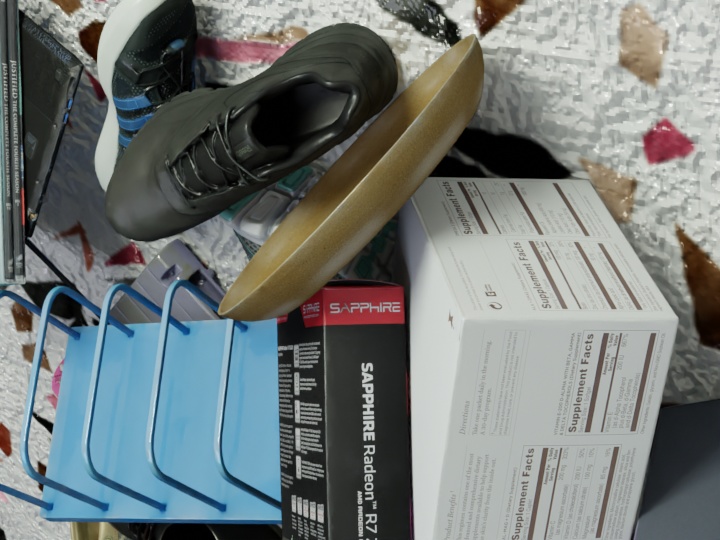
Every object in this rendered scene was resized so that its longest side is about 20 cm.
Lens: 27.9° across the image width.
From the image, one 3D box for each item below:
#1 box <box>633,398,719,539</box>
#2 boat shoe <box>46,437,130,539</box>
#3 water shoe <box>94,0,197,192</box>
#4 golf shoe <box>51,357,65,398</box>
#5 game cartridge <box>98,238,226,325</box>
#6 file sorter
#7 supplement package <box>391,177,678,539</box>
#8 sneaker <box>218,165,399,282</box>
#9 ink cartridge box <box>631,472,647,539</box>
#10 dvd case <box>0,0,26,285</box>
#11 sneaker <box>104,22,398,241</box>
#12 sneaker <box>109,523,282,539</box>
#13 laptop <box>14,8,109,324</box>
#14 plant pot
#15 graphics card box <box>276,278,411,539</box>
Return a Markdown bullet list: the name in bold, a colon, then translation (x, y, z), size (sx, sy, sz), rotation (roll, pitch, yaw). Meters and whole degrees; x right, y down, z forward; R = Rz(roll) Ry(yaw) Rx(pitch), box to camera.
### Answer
- **box**: translation (0.222, 0.196, 0.749), size (0.122, 0.200, 0.200), rotation (-11, 114, 24)
- **boat shoe**: translation (-0.215, 0.195, 1.189), size (0.073, 0.062, 0.202), rotation (-36, 66, 49)
- **water shoe**: translation (-0.120, -0.104, 0.926), size (0.079, 0.071, 0.201), rotation (39, 148, 14)
- **golf shoe**: translation (-0.134, 0.114, 1.067), size (0.198, 0.076, 0.092), rotation (22, 147, 30)
- **game cartridge**: translation (-0.101, 0.083, 1.081), size (0.200, 0.038, 0.130), rotation (48, 143, -1)
- **file sorter**: translation (-0.144, 0.083, 0.956), size (0.197, 0.141, 0.123), rotation (-4, 157, 22)
- **supplement package**: translation (0.076, 0.073, 0.778), size (0.109, 0.156, 0.202), rotation (1, 118, -11)
- **sneaker**: translation (0.000, 0.000, 0.915), size (0.199, 0.078, 0.092), rotation (30, 152, 24)
- **ink cartridge box**: translation (0.153, 0.236, 0.847), size (0.084, 0.200, 0.147), rotation (0, 122, 28)
- **dvd case**: translation (-0.278, -0.089, 0.995), size (0.145, 0.022, 0.203), rotation (-3, 87, 44)
- **sneaker**: translation (-0.073, -0.075, 0.838), size (0.199, 0.091, 0.076), rotation (-31, 103, 19)
- **sneaker**: translation (-0.149, 0.178, 1.089), size (0.198, 0.076, 0.106), rotation (23, 178, 24)
- **laptop**: translation (-0.234, -0.089, 1.038), size (0.177, 0.103, 0.202), rotation (38, 116, 37)
- **plant pot**: translation (0.000, -0.043, 0.772), size (0.027, 0.201, 0.200), rotation (42, 140, -9)
- **graphics card box**: translation (-0.011, 0.110, 0.797), size (0.125, 0.050, 0.203), rotation (162, 108, -74)
